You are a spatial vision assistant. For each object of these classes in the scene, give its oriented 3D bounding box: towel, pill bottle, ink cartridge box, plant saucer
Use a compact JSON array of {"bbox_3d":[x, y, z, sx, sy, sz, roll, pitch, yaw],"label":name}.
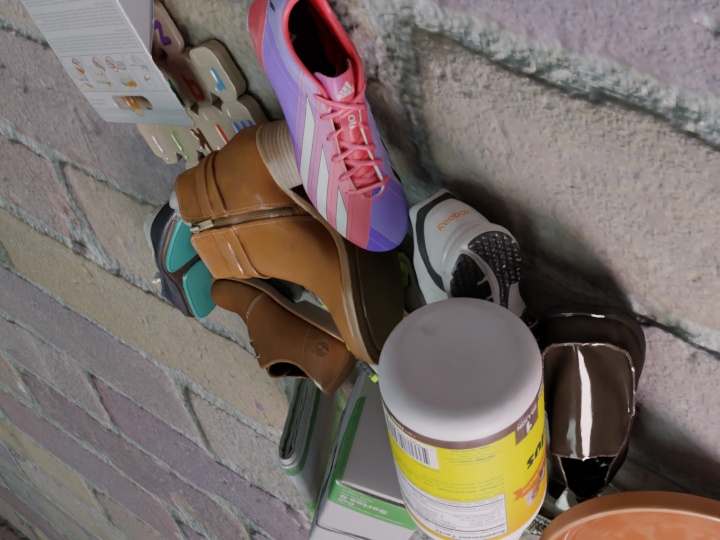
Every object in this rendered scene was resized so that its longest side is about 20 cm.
[{"bbox_3d":[-0.032,0.195,1.227,0.030,0.150,0.201,-6,132,18],"label":"towel"},{"bbox_3d":[0.076,0.120,0.863,0.109,0.109,0.201,28,150,29],"label":"pill bottle"},{"bbox_3d":[-0.212,-0.213,1.006,0.161,0.050,0.201,10,141,50],"label":"ink cartridge box"},{"bbox_3d":[0.231,0.228,0.935,0.197,0.033,0.202,8,136,8],"label":"plant saucer"},{"bbox_3d":[0.019,0.163,1.079,0.083,0.147,0.201,17,151,-1],"label":"ink cartridge box"}]

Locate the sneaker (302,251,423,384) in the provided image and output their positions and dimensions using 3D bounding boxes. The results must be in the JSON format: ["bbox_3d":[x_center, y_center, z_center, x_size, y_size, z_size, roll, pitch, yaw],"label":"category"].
[{"bbox_3d":[0.000,0.000,0.994,0.076,0.075,0.201,-44,75,21],"label":"sneaker"}]

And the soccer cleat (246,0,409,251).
[{"bbox_3d":[-0.015,-0.101,0.836,0.076,0.066,0.202,8,125,65],"label":"soccer cleat"}]

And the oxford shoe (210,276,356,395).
[{"bbox_3d":[-0.078,0.052,1.080,0.071,0.072,0.199,32,175,-43],"label":"oxford shoe"}]

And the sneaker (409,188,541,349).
[{"bbox_3d":[0.082,0.020,0.907,0.080,0.073,0.201,50,161,40],"label":"sneaker"}]

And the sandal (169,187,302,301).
[{"bbox_3d":[-0.097,-0.028,1.093,0.082,0.050,0.203,19,162,27],"label":"sandal"}]

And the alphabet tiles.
[{"bbox_3d":[-0.147,-0.140,1.047,0.199,0.015,0.197,1,128,54],"label":"alphabet tiles"}]

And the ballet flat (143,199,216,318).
[{"bbox_3d":[-0.181,-0.022,1.208,0.073,0.073,0.201,34,154,19],"label":"ballet flat"}]

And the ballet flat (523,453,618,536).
[{"bbox_3d":[0.173,0.197,1.033,0.198,0.068,0.076,20,124,30],"label":"ballet flat"}]

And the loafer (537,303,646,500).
[{"bbox_3d":[0.163,0.096,0.859,0.072,0.072,0.201,-1,143,17],"label":"loafer"}]

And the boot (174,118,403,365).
[{"bbox_3d":[-0.057,-0.012,0.950,0.153,0.073,0.203,-18,88,34],"label":"boot"}]
